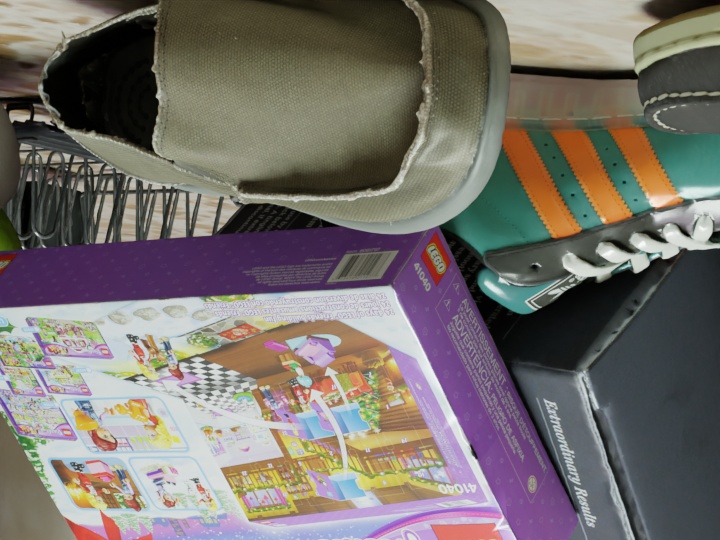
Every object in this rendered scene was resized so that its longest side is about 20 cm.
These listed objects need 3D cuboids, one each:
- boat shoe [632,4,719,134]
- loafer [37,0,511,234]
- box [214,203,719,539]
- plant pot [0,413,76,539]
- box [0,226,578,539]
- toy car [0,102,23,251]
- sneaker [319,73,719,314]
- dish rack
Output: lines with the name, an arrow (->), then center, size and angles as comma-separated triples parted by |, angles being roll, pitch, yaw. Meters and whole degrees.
boat shoe -> 0.168, -0.040, 0.849 | 0.201, 0.066, 0.072 | 3, 173, 29
loafer -> -0.031, -0.050, 0.914 | 0.070, 0.075, 0.200 | 6, 175, -38
box -> 0.046, 0.049, 1.121 | 0.200, 0.104, 0.148 | 9, 133, 36
plant pot -> -0.147, 0.085, 1.754 | 0.200, 0.174, 0.200 | 7, 174, 1
box -> -0.037, 0.051, 1.055 | 0.200, 0.039, 0.137 | -3, 127, 35
toy car -> -0.228, -0.019, 1.135 | 0.200, 0.175, 0.150 | 8, -152, -17
sneaker -> 0.082, -0.022, 1.012 | 0.200, 0.080, 0.071 | 4, 173, 19
dish rack -> -0.133, -0.030, 1.276 | 0.153, 0.055, 0.200 | 11, 172, -40
